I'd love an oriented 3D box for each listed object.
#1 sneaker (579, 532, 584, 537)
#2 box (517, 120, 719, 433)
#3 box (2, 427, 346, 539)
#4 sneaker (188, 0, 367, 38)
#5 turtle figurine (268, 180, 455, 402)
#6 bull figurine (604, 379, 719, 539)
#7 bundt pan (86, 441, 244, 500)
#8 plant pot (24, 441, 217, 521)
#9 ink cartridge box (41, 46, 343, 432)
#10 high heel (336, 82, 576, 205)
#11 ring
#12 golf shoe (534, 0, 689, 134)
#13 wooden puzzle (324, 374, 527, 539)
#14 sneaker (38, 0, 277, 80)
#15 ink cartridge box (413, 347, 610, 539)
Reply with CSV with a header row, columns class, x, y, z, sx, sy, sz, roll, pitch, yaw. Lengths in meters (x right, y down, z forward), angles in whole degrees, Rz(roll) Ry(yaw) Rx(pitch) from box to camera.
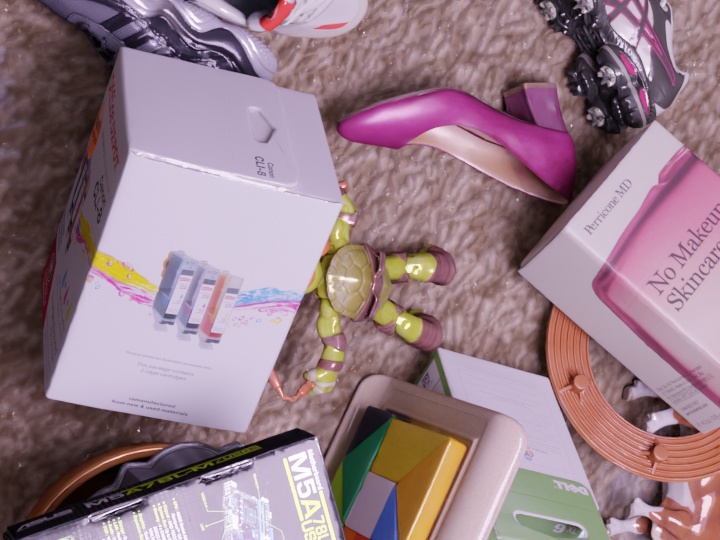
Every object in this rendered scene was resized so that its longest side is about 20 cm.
class,x,y,z,sx,sy,sz,roll,pitch,yaw
sneaker,0.099,0.207,1.248,0.200,0.090,0.078,4,91,-21
box,0.246,0.007,1.247,0.200,0.109,0.128,41,68,1
box,-0.093,0.219,0.975,0.193,0.048,0.200,-19,98,-21
sneaker,-0.062,-0.190,1.140,0.200,0.093,0.070,16,120,-45
turtle figurine,0.000,0.000,1.194,0.161,0.064,0.200,11,76,-43
bull figurine,0.266,0.181,1.318,0.121,0.065,0.200,13,78,-18
bundt pan,-0.094,0.213,1.038,0.202,0.076,0.202,-1,93,-20
plant pot,-0.154,0.211,1.129,0.200,0.140,0.200,-1,93,-20
ink cartridge box,-0.118,-0.021,1.085,0.145,0.145,0.200,13,121,-20
high heel,0.079,-0.089,1.237,0.200,0.067,0.096,-8,85,-23
ring,0.244,0.069,1.296,0.200,0.019,0.201,5,69,-13
golf shoe,0.194,-0.210,1.282,0.088,0.077,0.200,-32,110,-27
wooden puzzle,0.018,0.170,1.160,0.037,0.200,0.185,29,82,-30
sneaker,-0.164,-0.143,1.145,0.200,0.075,0.114,23,85,-19
ink cartridge box,0.107,0.151,1.191,0.104,0.200,0.059,17,122,-23
